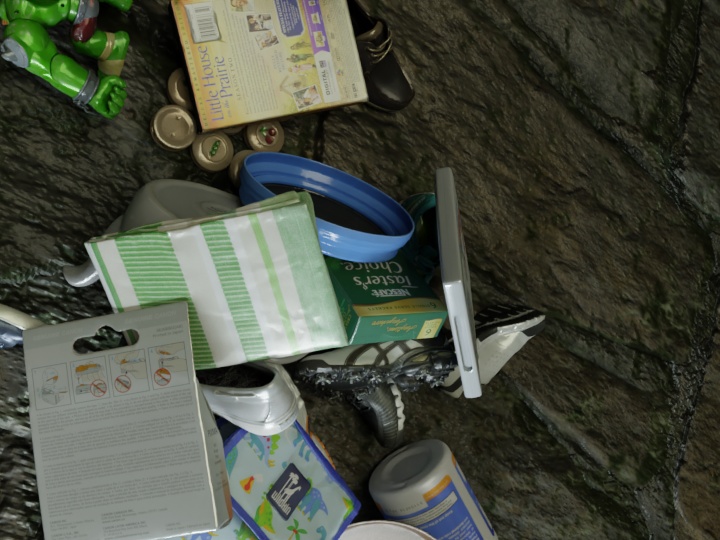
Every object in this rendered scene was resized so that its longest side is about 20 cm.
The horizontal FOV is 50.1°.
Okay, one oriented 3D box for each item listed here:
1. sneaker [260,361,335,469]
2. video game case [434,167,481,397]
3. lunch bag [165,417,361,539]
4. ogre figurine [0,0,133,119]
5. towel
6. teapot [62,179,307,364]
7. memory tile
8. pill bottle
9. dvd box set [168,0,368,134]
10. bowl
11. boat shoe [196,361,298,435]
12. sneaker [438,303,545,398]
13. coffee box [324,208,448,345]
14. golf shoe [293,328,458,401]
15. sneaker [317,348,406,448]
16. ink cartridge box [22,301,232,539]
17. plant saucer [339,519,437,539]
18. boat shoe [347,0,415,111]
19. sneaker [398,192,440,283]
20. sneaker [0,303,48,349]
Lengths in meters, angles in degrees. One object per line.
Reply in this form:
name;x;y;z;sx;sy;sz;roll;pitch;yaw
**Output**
sneaker;-0.104;0.179;0.856;0.092;0.076;0.200;-30;101;-26
video game case;0.112;0.011;0.883;0.200;0.024;0.182;-88;166;-48
lunch bag;-0.120;0.245;0.783;0.200;0.127;0.170;-38;108;-11
ogre figurine;-0.290;-0.261;0.762;0.120;0.098;0.200;9;93;-43
towel;-0.124;0.017;0.683;0.200;0.023;0.153;-11;115;7
teapot;-0.159;0.008;0.789;0.197;0.200;0.146;1;118;-53
memory tile;-0.144;-0.203;0.895;0.153;0.017;0.200;29;71;-27
pill bottle;0.102;0.320;0.949;0.112;0.112;0.200;-35;105;-30
dvd box set;-0.101;-0.243;0.869;0.200;0.029;0.147;-16;95;-19
bowl;-0.039;-0.070;0.851;0.200;0.201;0.039;10;115;-31
boat shoe;-0.152;0.103;0.756;0.072;0.200;0.069;-43;135;-36
sneaker;0.172;0.105;1.047;0.200;0.074;0.080;-21;111;-27
coffee box;0.000;0.000;0.876;0.123;0.200;0.044;0;129;-32
golf shoe;0.011;0.091;0.874;0.200;0.078;0.095;-1;60;-30
sneaker;-0.010;0.125;0.925;0.090;0.066;0.200;-18;91;-29
ink cartridge box;-0.210;0.140;0.690;0.162;0.050;0.200;-10;81;6
plant saucer;0.019;0.369;0.889;0.200;0.032;0.200;0;104;-1
boat shoe;0.000;-0.278;0.958;0.200;0.073;0.075;41;66;-23
sneaker;0.063;-0.005;0.971;0.077;0.080;0.200;17;78;-30
sneaker;-0.380;0.062;0.691;0.200;0.075;0.085;16;76;-20
